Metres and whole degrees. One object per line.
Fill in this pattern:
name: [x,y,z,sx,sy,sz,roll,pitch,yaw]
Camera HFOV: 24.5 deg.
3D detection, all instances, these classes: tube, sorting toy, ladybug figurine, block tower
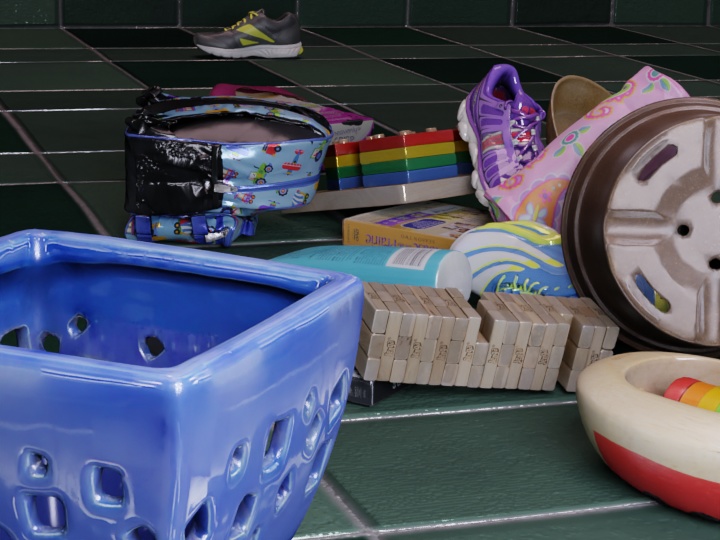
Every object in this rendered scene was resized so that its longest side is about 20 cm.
tube: [0.000,0.000,1.398,0.198,0.051,0.077,8,11,39]
sorting toy: [0.048,-0.108,1.710,0.198,0.071,0.198,-11,6,-40]
ladybug figurine: [0.216,0.104,0.994,0.135,0.073,0.199,-11,19,-39]
block tower: [0.081,0.048,1.173,0.197,0.055,0.058,5,21,-20]

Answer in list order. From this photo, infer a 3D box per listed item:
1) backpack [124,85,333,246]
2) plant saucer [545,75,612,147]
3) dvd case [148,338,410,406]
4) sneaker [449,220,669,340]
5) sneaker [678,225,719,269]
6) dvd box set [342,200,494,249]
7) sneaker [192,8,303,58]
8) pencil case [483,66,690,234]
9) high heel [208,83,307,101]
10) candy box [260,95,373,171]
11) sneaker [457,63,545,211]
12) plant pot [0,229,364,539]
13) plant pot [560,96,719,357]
backpack: [-0.126,-0.101,1.609,0.197,0.136,0.183,0,14,-4]
plant saucer: [0.244,-0.099,1.644,0.035,0.202,0.199,-34,-8,34]
dvd case: [-0.039,0.053,1.250,0.198,0.025,0.150,10,17,29]
sneaker: [0.152,0.010,1.343,0.198,0.077,0.105,9,17,22]
sneaker: [0.266,-0.027,1.407,0.198,0.081,0.115,16,-12,41]
dvd box set: [0.103,-0.032,1.585,0.198,0.030,0.146,11,16,34]
sneaker: [-0.200,-0.423,2.948,0.197,0.086,0.074,-1,14,-13]
pencil case: [0.204,-0.092,1.439,0.199,0.088,0.087,-39,19,-1]
high heel: [-0.137,-0.220,2.195,0.095,0.068,0.200,-6,9,13]
candy box: [-0.095,-0.168,2.024,0.135,0.062,0.199,-10,18,-37]
sneaker: [0.146,-0.120,1.583,0.080,0.084,0.201,4,46,-27]
plant pot: [-0.122,0.095,0.763,0.198,0.182,0.200,7,16,20]
plant pot: [0.241,-0.028,1.178,0.197,0.203,0.198,4,3,7]
